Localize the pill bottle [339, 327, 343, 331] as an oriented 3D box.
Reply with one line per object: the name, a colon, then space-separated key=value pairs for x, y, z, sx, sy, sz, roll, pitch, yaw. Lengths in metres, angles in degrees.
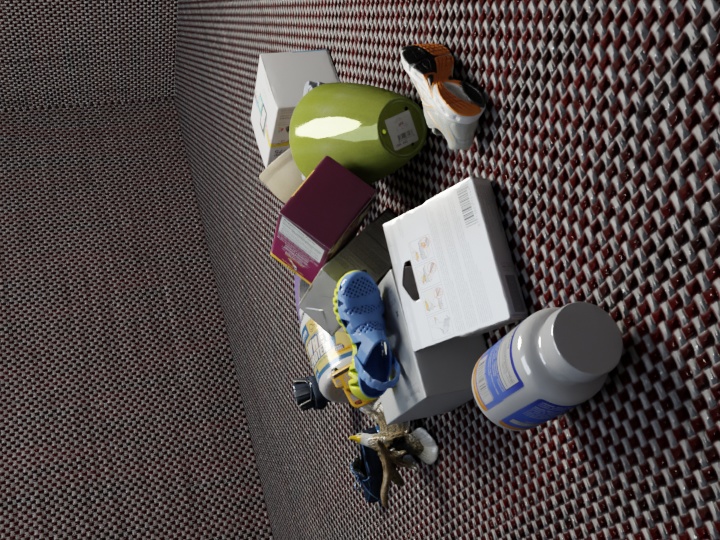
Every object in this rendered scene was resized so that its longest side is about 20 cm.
pill bottle: x=-0.019 y=0.048 z=1.485 sx=0.200 sy=0.104 sz=0.104 roll=-61 pitch=-32 yaw=-75

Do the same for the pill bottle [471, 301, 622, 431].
pill bottle: x=0.213 y=0.109 z=0.937 sx=0.200 sy=0.112 sz=0.112 roll=123 pitch=135 yaw=-62

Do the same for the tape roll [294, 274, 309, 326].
tape roll: x=-0.094 y=0.076 z=1.892 sx=0.200 sy=0.066 sz=0.200 roll=172 pitch=90 yaw=-72

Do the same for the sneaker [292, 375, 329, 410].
sneaker: x=-0.067 y=0.249 z=1.765 sx=0.202 sy=0.146 sz=0.077 roll=126 pitch=134 yaw=-62

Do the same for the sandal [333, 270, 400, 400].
sandal: x=0.016 y=0.097 z=1.197 sx=0.087 sy=0.079 sz=0.200 roll=4 pitch=109 yaw=67

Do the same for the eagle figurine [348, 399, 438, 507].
eagle figurine: x=0.053 y=0.306 z=1.503 sx=0.152 sy=0.151 sz=0.200 roll=-53 pitch=4 yaw=14

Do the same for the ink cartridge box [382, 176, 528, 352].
ink cartridge box: x=0.126 y=-0.004 z=1.134 sx=0.176 sy=0.045 sz=0.200 roll=-26 pitch=71 yaw=42

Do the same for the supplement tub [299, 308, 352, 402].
supplement tub: x=-0.037 y=0.146 z=1.628 sx=0.145 sy=0.144 sz=0.200 roll=103 pitch=152 yaw=-47

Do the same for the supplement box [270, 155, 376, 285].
supplement box: x=-0.065 y=-0.073 z=1.326 sx=0.103 sy=0.131 sz=0.200 roll=37 pitch=159 yaw=3

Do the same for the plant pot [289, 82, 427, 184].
plant pot: x=0.014 y=-0.220 z=1.315 sx=0.200 sy=0.187 sz=0.187 roll=7 pitch=105 yaw=58

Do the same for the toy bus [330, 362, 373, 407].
toy bus: x=0.009 y=0.188 z=1.417 sx=0.078 sy=0.065 sz=0.200 roll=63 pitch=-171 yaw=8

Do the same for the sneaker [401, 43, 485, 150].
sneaker: x=0.106 y=-0.246 z=1.159 sx=0.092 sy=0.076 sz=0.200 roll=95 pitch=159 yaw=-46

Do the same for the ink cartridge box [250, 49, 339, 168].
ink cartridge box: x=-0.135 y=-0.334 z=1.704 sx=0.200 sy=0.146 sz=0.146 roll=113 pitch=143 yaw=-58

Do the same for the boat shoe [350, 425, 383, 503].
boat shoe: x=0.011 y=0.407 z=1.720 sx=0.084 sy=0.069 sz=0.200 roll=-131 pitch=37 yaw=-58

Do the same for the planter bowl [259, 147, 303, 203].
planter bowl: x=-0.074 y=-0.183 z=1.569 sx=0.135 sy=0.200 sz=0.200 roll=54 pitch=161 yaw=-3

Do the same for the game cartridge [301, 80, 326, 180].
game cartridge: x=-0.039 y=-0.236 z=1.465 sx=0.042 sy=0.133 sz=0.200 roll=-32 pitch=52 yaw=51

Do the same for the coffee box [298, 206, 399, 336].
coffee box: x=0.000 y=0.000 z=1.341 sx=0.080 sy=0.200 sz=0.114 roll=42 pitch=138 yaw=4

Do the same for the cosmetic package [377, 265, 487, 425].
cosmetic package: x=0.095 y=0.116 z=1.269 sx=0.199 sy=0.123 sz=0.200 roll=124 pitch=133 yaw=-63
